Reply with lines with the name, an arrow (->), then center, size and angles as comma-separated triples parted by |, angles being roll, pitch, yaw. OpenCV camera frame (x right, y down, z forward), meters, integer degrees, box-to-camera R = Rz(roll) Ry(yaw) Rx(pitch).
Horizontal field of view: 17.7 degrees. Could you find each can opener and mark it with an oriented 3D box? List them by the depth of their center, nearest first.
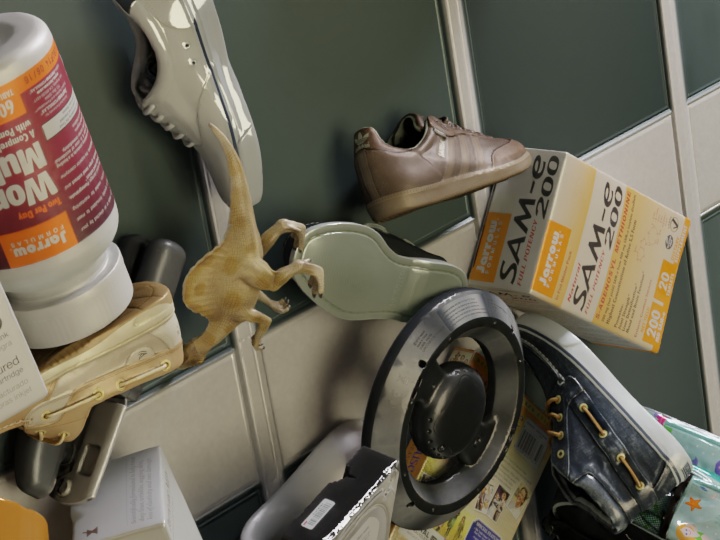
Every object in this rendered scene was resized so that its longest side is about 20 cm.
can opener -> -0.184, 0.066, 1.606 | 0.067, 0.053, 0.201 | 29, 75, -47

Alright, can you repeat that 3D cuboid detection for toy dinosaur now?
toy dinosaur -> -0.080, -0.004, 1.647 | 0.101, 0.058, 0.201 | -3, 122, -30

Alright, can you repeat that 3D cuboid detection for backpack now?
backpack -> 0.279, 0.222, 2.003 | 0.151, 0.199, 0.178 | -56, 159, -18

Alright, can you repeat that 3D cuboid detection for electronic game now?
electronic game -> 0.068, 0.111, 1.844 | 0.200, 0.041, 0.201 | -26, 125, -44

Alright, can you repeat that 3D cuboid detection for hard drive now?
hard drive -> -0.026, 0.248, 1.722 | 0.140, 0.038, 0.201 | -42, 148, -54

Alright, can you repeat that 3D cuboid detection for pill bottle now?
pill bottle -> -0.222, -0.056, 1.502 | 0.109, 0.109, 0.201 | -40, 124, -35

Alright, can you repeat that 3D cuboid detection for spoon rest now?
spoon rest -> -0.034, 0.186, 1.797 | 0.200, 0.060, 0.100 | -35, 123, -53

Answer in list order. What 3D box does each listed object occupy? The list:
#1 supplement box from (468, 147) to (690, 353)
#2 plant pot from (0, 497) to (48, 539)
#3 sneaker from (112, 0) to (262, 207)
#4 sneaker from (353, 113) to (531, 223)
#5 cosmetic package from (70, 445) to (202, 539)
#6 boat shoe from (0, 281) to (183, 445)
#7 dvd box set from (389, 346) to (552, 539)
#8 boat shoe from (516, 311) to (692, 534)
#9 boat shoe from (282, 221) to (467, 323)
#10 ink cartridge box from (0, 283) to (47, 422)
supplement box -> 0.191, -0.016, 1.980 | 0.200, 0.073, 0.127 | 22, 80, -46
plant pot -> -0.272, 0.239, 1.457 | 0.200, 0.199, 0.184 | 30, 60, -46
sneaker -> -0.125, -0.126, 1.636 | 0.071, 0.073, 0.201 | -25, 119, -13
sneaker -> 0.068, -0.095, 1.838 | 0.200, 0.070, 0.076 | -20, 90, -53
cosmetic package -> -0.138, 0.237, 1.640 | 0.074, 0.102, 0.201 | -17, 120, 3
boat shoe -> -0.204, 0.082, 1.543 | 0.199, 0.074, 0.069 | -28, 114, -16
dvd box set -> 0.084, 0.185, 1.932 | 0.146, 0.029, 0.201 | 41, 68, -43
boat shoe -> 0.178, 0.125, 1.929 | 0.091, 0.200, 0.071 | -39, 156, -14
boat shoe -> 0.000, 0.000, 1.788 | 0.200, 0.060, 0.076 | 24, 93, -49
ink cartridge box -> -0.301, 0.018, 1.423 | 0.144, 0.084, 0.201 | -30, 119, -20
